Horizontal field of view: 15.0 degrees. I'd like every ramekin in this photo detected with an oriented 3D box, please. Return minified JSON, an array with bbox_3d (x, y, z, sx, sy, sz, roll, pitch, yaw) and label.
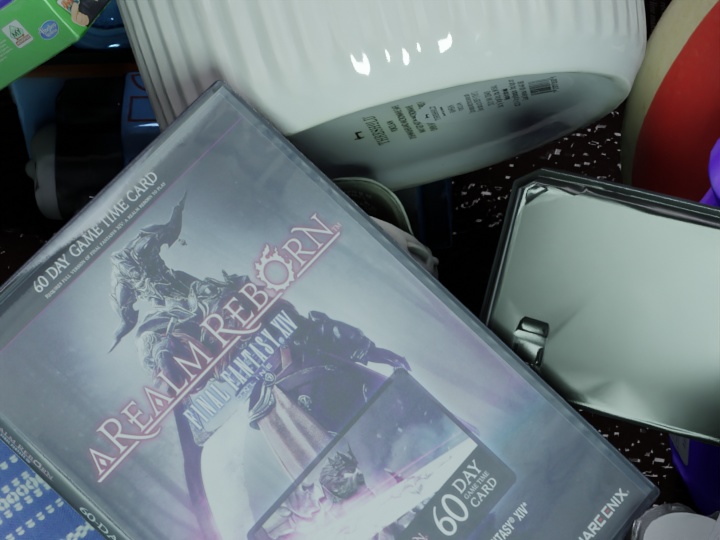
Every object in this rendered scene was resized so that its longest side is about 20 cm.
[{"bbox_3d":[0.009,-0.095,0.990,0.199,0.200,0.106,-12,80,-9],"label":"ramekin"}]

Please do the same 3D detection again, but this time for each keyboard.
[{"bbox_3d":[0.134,0.047,0.915,0.199,0.128,0.021,15,13,4],"label":"keyboard"}]

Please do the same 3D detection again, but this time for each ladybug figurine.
[{"bbox_3d":[0.166,-0.045,1.010,0.135,0.201,0.072,-1,44,-3],"label":"ladybug figurine"}]

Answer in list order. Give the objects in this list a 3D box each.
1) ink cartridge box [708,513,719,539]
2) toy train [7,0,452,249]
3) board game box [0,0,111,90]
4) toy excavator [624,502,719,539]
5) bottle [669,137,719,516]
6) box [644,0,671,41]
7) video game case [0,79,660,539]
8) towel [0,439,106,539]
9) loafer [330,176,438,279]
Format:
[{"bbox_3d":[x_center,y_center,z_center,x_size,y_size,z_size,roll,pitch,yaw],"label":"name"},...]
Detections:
[{"bbox_3d":[0.179,0.152,0.803,0.197,0.047,0.200,34,35,0],"label":"ink cartridge box"},{"bbox_3d":[-0.050,-0.064,1.134,0.199,0.087,0.115,-1,49,3],"label":"toy train"},{"bbox_3d":[-0.150,-0.107,1.135,0.200,0.029,0.135,-25,23,44],"label":"board game box"},{"bbox_3d":[0.162,0.184,0.850,0.199,0.100,0.195,14,39,-2],"label":"toy excavator"},{"bbox_3d":[0.152,0.004,0.957,0.083,0.201,0.065,-13,43,-10],"label":"bottle"},{"bbox_3d":[0.200,-0.106,1.142,0.199,0.100,0.075,20,55,23],"label":"box"},{"bbox_3d":[-0.018,0.051,0.870,0.200,0.019,0.143,44,60,1],"label":"video game case"},{"bbox_3d":[-0.069,0.142,0.858,0.145,0.024,0.200,-37,83,-11],"label":"towel"},{"bbox_3d":[0.000,0.000,1.011,0.070,0.070,0.200,2,6,-4],"label":"loafer"}]
